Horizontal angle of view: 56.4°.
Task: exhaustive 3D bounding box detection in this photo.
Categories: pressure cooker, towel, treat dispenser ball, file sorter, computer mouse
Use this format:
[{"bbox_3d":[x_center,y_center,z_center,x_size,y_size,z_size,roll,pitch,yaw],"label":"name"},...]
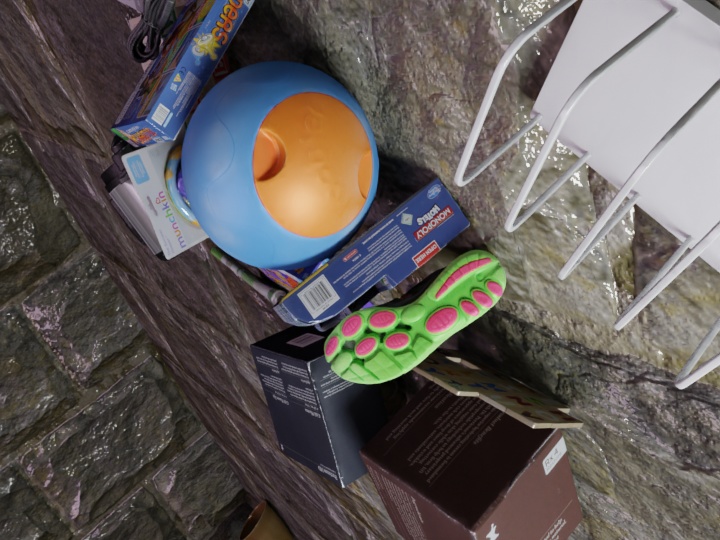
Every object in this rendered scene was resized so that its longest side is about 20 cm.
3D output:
[{"bbox_3d":[-0.295,-0.141,1.032,0.202,0.178,0.175,56,151,-15],"label":"pressure cooker"},{"bbox_3d":[-0.157,0.030,1.139,0.199,0.031,0.149,33,171,40],"label":"towel"},{"bbox_3d":[-0.079,-0.103,0.676,0.200,0.200,0.203,39,152,25],"label":"treat dispenser ball"},{"bbox_3d":[0.170,-0.057,0.399,0.200,0.124,0.140,45,154,17],"label":"file sorter"},{"bbox_3d":[-0.262,-0.321,0.680,0.201,0.044,0.110,51,139,5],"label":"computer mouse"}]

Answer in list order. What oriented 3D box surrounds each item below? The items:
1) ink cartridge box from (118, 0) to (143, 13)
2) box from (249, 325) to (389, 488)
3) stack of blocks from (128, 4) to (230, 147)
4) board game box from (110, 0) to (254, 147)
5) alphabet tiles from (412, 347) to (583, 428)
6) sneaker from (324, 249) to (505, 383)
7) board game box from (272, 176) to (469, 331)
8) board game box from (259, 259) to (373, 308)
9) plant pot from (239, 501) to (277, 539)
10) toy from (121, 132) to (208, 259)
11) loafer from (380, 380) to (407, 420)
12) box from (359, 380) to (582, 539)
[{"bbox_3d":[-0.287,-0.422,0.758,0.174,0.084,0.202,35,150,28],"label":"ink cartridge box"},{"bbox_3d":[-0.059,0.188,0.991,0.198,0.102,0.187,4,111,57],"label":"box"},{"bbox_3d":[-0.211,-0.207,0.814,0.058,0.114,0.205,6,117,40],"label":"stack of blocks"},{"bbox_3d":[-0.181,-0.226,0.701,0.034,0.203,0.134,34,167,-32],"label":"board game box"},{"bbox_3d":[0.126,0.117,0.704,0.165,0.008,0.198,14,-172,-45],"label":"alphabet tiles"},{"bbox_3d":[0.057,0.053,0.671,0.078,0.197,0.084,64,-175,10],"label":"sneaker"},{"bbox_3d":[0.000,0.000,0.735,0.062,0.199,0.200,52,169,-2],"label":"board game box"},{"bbox_3d":[-0.087,0.003,0.964,0.198,0.045,0.135,25,164,45],"label":"board game box"},{"bbox_3d":[-0.393,1.139,2.899,0.199,0.188,0.186,41,157,-10],"label":"plant pot"},{"bbox_3d":[-0.163,-0.108,0.768,0.046,0.200,0.117,-13,106,34],"label":"toy"},{"bbox_3d":[-0.002,0.184,1.066,0.198,0.076,0.068,10,140,56],"label":"loafer"},{"bbox_3d":[0.135,0.263,0.826,0.198,0.165,0.167,20,140,49],"label":"box"}]
